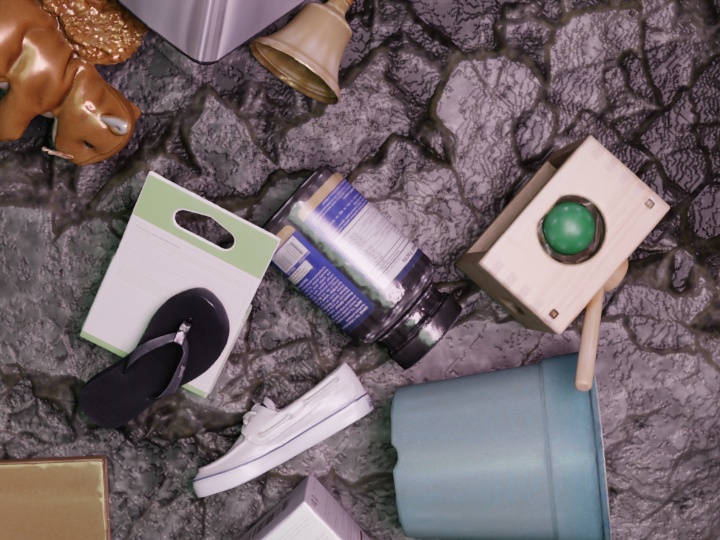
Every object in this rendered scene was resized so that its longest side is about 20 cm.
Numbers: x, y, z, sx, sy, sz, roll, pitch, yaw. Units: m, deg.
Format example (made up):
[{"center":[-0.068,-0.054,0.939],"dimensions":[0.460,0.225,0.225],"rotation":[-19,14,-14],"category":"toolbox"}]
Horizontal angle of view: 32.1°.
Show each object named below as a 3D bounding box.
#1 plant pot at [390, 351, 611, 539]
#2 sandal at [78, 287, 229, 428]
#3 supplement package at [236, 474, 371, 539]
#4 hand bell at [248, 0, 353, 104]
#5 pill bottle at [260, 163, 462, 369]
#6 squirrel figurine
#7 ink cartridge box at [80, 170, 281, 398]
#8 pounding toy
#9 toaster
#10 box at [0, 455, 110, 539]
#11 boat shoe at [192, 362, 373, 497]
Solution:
[{"center":[0.135,0.179,1.216],"dimensions":[0.196,0.200,0.201],"rotation":[-5,94,9],"category":"plant pot"},{"center":[-0.200,0.096,1.227],"dimensions":[0.076,0.043,0.200],"rotation":[43,114,-9],"category":"sandal"},{"center":[-0.028,0.325,1.253],"dimensions":[0.117,0.117,0.200],"rotation":[-42,93,2],"category":"supplement package"},{"center":[-0.013,-0.275,1.235],"dimensions":[0.104,0.104,0.200],"rotation":[33,82,-2],"category":"hand bell"},{"center":[0.000,0.000,1.232],"dimensions":[0.200,0.112,0.112],"rotation":[44,93,-3],"category":"pill bottle"},{"center":[-0.283,-0.204,1.208],"dimensions":[0.187,0.142,0.200],"rotation":[37,96,-9],"category":"squirrel figurine"},{"center":[-0.175,0.011,1.234],"dimensions":[0.145,0.048,0.200],"rotation":[27,113,-1],"category":"ink cartridge box"},{"center":[0.195,-0.008,1.178],"dimensions":[0.142,0.200,0.184],"rotation":[41,87,-3],"category":"pounding toy"},{"center":[-0.146,-0.299,1.132],"dimensions":[0.181,0.119,0.200],"rotation":[41,58,12],"category":"toaster"},{"center":[-0.359,0.278,1.297],"dimensions":[0.200,0.021,0.164],"rotation":[-2,94,0],"category":"box"},{"center":[-0.087,0.160,1.271],"dimensions":[0.200,0.074,0.065],"rotation":[-28,89,-8],"category":"boat shoe"}]
